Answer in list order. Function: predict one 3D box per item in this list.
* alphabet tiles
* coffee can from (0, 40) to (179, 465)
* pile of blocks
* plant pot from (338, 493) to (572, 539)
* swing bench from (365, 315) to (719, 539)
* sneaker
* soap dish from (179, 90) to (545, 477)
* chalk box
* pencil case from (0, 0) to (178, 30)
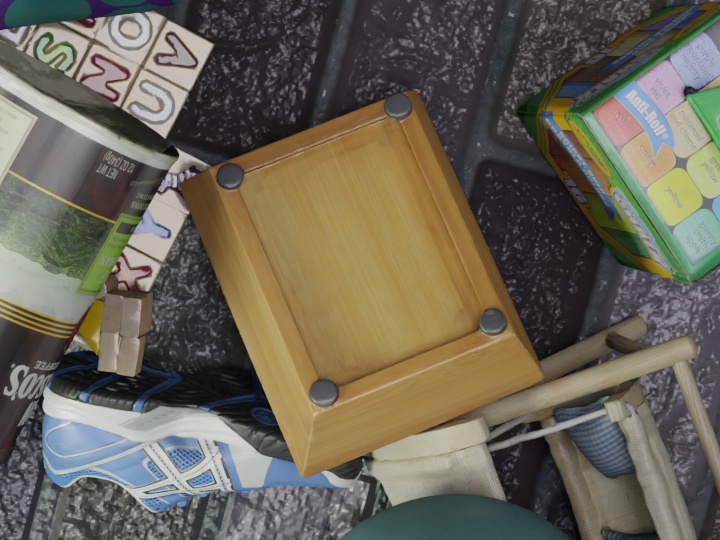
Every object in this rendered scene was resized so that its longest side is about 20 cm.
[{"bbox_3d":[-0.177,-0.071,1.668,0.167,0.008,0.200,28,90,-10],"label":"alphabet tiles"},{"bbox_3d":[-0.212,-0.014,1.536,0.146,0.146,0.200,29,96,-10],"label":"coffee can"},{"bbox_3d":[-0.191,-0.020,1.639,0.082,0.062,0.200,-31,91,6],"label":"pile of blocks"},{"bbox_3d":[0.059,0.236,1.548,0.199,0.135,0.201,0,96,-4],"label":"plant pot"},{"bbox_3d":[0.128,0.159,1.673,0.199,0.130,0.199,-22,98,-7],"label":"swing bench"},{"bbox_3d":[-0.098,0.104,1.670,0.199,0.076,0.077,13,114,-10],"label":"sneaker"},{"bbox_3d":[0.000,0.000,1.631,0.157,0.081,0.200,-21,72,-7],"label":"soap dish"},{"bbox_3d":[0.194,-0.077,1.631,0.124,0.200,0.125,-35,98,-6],"label":"chalk box"},{"bbox_3d":[-0.201,-0.186,1.612,0.199,0.085,0.093,-7,57,-7],"label":"pencil case"}]
